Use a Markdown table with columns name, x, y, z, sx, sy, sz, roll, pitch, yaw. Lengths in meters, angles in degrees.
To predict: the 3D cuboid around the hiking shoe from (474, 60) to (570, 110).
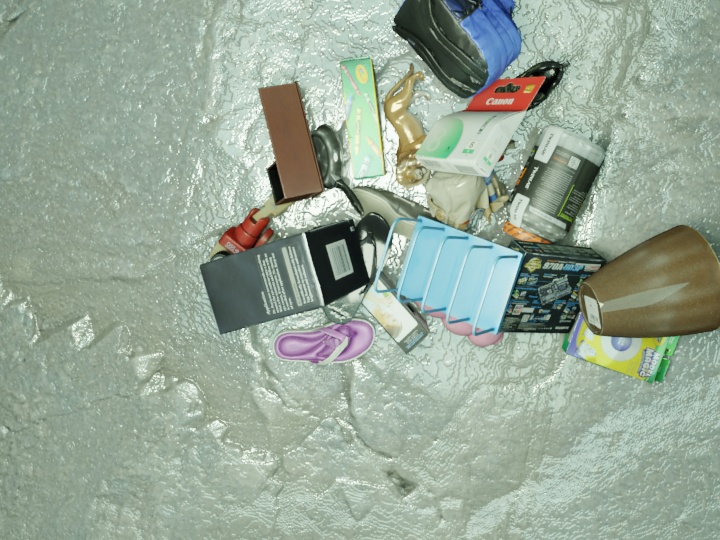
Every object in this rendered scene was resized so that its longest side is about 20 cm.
| name | x | y | z | sx | sy | sz | roll | pitch | yaw |
| --- | --- | --- | --- | --- | --- | --- | --- | --- | --- |
| hiking shoe | 0.271 | -0.304 | 1.359 | 0.199 | 0.101 | 0.076 | -40 | 92 | -1 |

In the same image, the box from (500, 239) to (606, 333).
| name | x | y | z | sx | sy | sz | roll | pitch | yaw |
| --- | --- | --- | --- | --- | --- | --- | --- | --- | --- |
| box | 0.317 | 0.033 | 1.365 | 0.197 | 0.046 | 0.161 | 3 | 120 | -31 |

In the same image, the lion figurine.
| name | x | y | z | sx | sy | sz | roll | pitch | yaw |
| --- | --- | --- | --- | --- | --- | --- | --- | --- | --- |
| lion figurine | 0.088 | -0.257 | 1.404 | 0.121 | 0.072 | 0.203 | -25 | 89 | 4 |

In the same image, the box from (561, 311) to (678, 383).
| name | x | y | z | sx | sy | sz | roll | pitch | yaw |
| --- | --- | --- | --- | --- | --- | --- | --- | --- | --- |
| box | 0.485 | 0.128 | 1.439 | 0.196 | 0.048 | 0.120 | 18 | 98 | -1 |

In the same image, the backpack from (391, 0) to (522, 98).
| name | x | y | z | sx | sy | sz | roll | pitch | yaw |
| --- | --- | --- | --- | --- | --- | --- | --- | --- | --- |
| backpack | 0.183 | -0.414 | 1.328 | 0.167 | 0.162 | 0.201 | -38 | 91 | -15 |

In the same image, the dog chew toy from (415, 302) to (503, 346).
| name | x | y | z | sx | sy | sz | roll | pitch | yaw |
| --- | --- | --- | --- | --- | --- | --- | --- | --- | --- |
| dog chew toy | 0.185 | 0.058 | 1.416 | 0.200 | 0.125 | 0.125 | 43 | 98 | -11 |

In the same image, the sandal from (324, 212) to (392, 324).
| name | x | y | z | sx | sy | sz | roll | pitch | yaw |
| --- | --- | --- | --- | --- | --- | --- | --- | --- | --- |
| sandal | 0.000 | 0.001 | 1.339 | 0.075 | 0.043 | 0.203 | 22 | 96 | 0 |

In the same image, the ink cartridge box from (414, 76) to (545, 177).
| name | x | y | z | sx | sy | sz | roll | pitch | yaw |
| --- | --- | --- | --- | --- | --- | --- | --- | --- | --- |
| ink cartridge box | 0.198 | -0.255 | 1.308 | 0.050 | 0.160 | 0.202 | 36 | 79 | -33 |

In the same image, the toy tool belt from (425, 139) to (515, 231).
| name | x | y | z | sx | sy | sz | roll | pitch | yaw |
| --- | --- | --- | --- | --- | --- | --- | --- | --- | --- |
| toy tool belt | 0.203 | -0.143 | 1.385 | 0.123 | 0.199 | 0.125 | 10 | 129 | 43 |

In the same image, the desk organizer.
| name | x | y | z | sx | sy | sz | roll | pitch | yaw |
| --- | --- | --- | --- | --- | --- | --- | --- | --- | --- |
| desk organizer | -0.132 | -0.225 | 1.392 | 0.076 | 0.072 | 0.204 | -14 | 89 | -23 |

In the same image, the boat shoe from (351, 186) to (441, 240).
| name | x | y | z | sx | sy | sz | roll | pitch | yaw |
| --- | --- | --- | --- | --- | --- | --- | --- | --- | --- |
| boat shoe | 0.072 | -0.103 | 1.436 | 0.197 | 0.057 | 0.067 | 28 | 134 | 3 |

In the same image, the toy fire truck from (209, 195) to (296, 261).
| name | x | y | z | sx | sy | sz | roll | pitch | yaw |
| --- | --- | --- | --- | --- | --- | --- | --- | --- | --- |
| toy fire truck | -0.152 | -0.049 | 1.429 | 0.175 | 0.129 | 0.201 | 37 | 108 | -2 |

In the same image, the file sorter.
| name | x | y | z | sx | sy | sz | roll | pitch | yaw |
| --- | --- | --- | --- | --- | --- | --- | --- | --- | --- |
| file sorter | 0.139 | 0.006 | 1.273 | 0.197 | 0.122 | 0.141 | 23 | 101 | 27 |

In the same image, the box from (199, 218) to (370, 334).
| name | x | y | z | sx | sy | sz | roll | pitch | yaw |
| --- | --- | --- | --- | --- | --- | --- | --- | --- | --- |
| box | -0.116 | 0.006 | 1.256 | 0.197 | 0.196 | 0.120 | -15 | 93 | 24 |

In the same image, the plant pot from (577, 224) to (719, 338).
| name | x | y | z | sx | sy | sz | roll | pitch | yaw |
| --- | --- | --- | --- | --- | --- | --- | --- | --- | --- |
| plant pot | 0.483 | 0.040 | 1.338 | 0.196 | 0.187 | 0.191 | -16 | 96 | -6 |

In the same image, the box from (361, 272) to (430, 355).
| name | x | y | z | sx | sy | sz | roll | pitch | yaw |
| --- | --- | --- | --- | --- | --- | --- | --- | --- | --- |
| box | 0.039 | 0.051 | 1.422 | 0.060 | 0.117 | 0.201 | -41 | 92 | 5 |

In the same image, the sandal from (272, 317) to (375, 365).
| name | x | y | z | sx | sy | sz | roll | pitch | yaw |
| --- | --- | --- | --- | --- | --- | --- | --- | --- | --- |
| sandal | -0.069 | 0.142 | 1.472 | 0.198 | 0.050 | 0.084 | -10 | 97 | 5 |

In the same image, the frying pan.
| name | x | y | z | sx | sy | sz | roll | pitch | yaw |
| --- | --- | --- | --- | --- | --- | --- | --- | --- | --- |
| frying pan | -0.055 | -0.167 | 1.394 | 0.030 | 0.115 | 0.194 | -10 | 78 | -30 |

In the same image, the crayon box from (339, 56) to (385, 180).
| name | x | y | z | sx | sy | sz | roll | pitch | yaw |
| --- | --- | --- | --- | --- | --- | --- | --- | --- | --- |
| crayon box | 0.006 | -0.265 | 1.380 | 0.057 | 0.119 | 0.204 | -7 | 97 | 4 |

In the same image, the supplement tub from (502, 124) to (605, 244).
| name | x | y | z | sx | sy | sz | roll | pitch | yaw |
| --- | --- | --- | --- | --- | --- | --- | --- | --- | --- |
| supplement tub | 0.334 | -0.141 | 1.375 | 0.121 | 0.123 | 0.203 | 26 | 98 | 0 |
